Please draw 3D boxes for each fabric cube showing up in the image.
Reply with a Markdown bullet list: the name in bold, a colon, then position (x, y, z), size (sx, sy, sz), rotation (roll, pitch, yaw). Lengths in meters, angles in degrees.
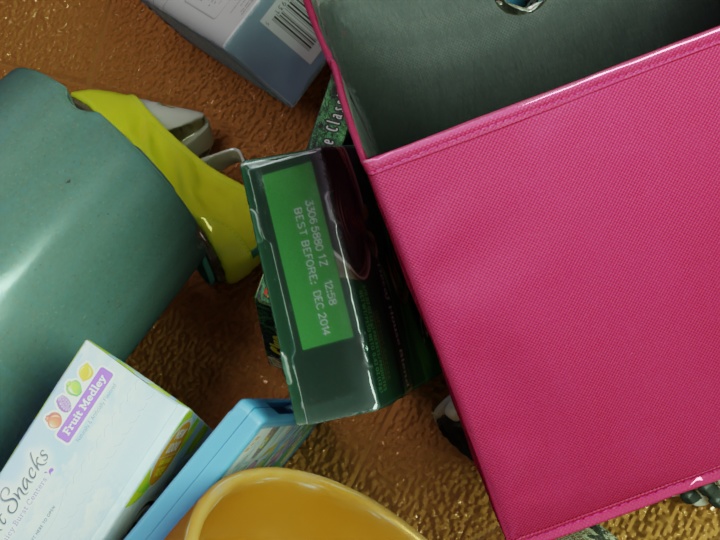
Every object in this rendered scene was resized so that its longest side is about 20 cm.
- **fabric cube**: position (0.106, -0.041, 0.939), size (0.195, 0.200, 0.200), rotation (-22, 30, 2)

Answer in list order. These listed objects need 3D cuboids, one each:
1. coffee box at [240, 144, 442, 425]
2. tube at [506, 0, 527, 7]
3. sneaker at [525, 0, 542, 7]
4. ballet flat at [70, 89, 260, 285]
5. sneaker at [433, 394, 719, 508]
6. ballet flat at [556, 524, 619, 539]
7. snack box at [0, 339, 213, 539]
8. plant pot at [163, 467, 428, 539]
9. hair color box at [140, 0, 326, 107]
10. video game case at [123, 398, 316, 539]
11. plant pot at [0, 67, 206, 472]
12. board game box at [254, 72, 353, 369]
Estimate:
- **coffee box**: position (0.000, 0.000, 1.048), size (0.044, 0.200, 0.124), rotation (-12, 90, 13)
- **tube**: position (0.047, -0.091, 1.199), size (0.077, 0.050, 0.201), rotation (-6, 56, 63)
- **sneaker**: position (0.105, -0.092, 1.144), size (0.091, 0.078, 0.201), rotation (-2, 54, 49)
- **ballet flat**: position (-0.107, -0.060, 1.306), size (0.067, 0.067, 0.200), rotation (-34, 45, -12)
- **sneaker**: position (0.126, 0.057, 1.024), size (0.199, 0.075, 0.081), rotation (7, 58, 42)
- **ballet flat**: position (0.101, 0.179, 0.956), size (0.068, 0.075, 0.201), rotation (-33, 46, 20)
- **snack box**: position (-0.145, 0.133, 1.107), size (0.067, 0.200, 0.169), rotation (32, 82, 6)
- **plant pot**: position (-0.047, 0.224, 0.984), size (0.183, 0.199, 0.201), rotation (-48, 41, 26)
- **hair color box**: position (-0.064, -0.173, 1.303), size (0.099, 0.061, 0.200), rotation (-52, 29, 0)
- **video game case**: position (-0.082, 0.123, 1.082), size (0.018, 0.200, 0.143), rotation (40, 92, 7)
- **plant pot**: position (-0.200, 0.009, 1.179), size (0.196, 0.201, 0.200), rotation (-48, 42, -14)
- **board game box**: position (-0.015, -0.053, 1.192), size (0.023, 0.105, 0.201), rotation (14, 69, 10)
